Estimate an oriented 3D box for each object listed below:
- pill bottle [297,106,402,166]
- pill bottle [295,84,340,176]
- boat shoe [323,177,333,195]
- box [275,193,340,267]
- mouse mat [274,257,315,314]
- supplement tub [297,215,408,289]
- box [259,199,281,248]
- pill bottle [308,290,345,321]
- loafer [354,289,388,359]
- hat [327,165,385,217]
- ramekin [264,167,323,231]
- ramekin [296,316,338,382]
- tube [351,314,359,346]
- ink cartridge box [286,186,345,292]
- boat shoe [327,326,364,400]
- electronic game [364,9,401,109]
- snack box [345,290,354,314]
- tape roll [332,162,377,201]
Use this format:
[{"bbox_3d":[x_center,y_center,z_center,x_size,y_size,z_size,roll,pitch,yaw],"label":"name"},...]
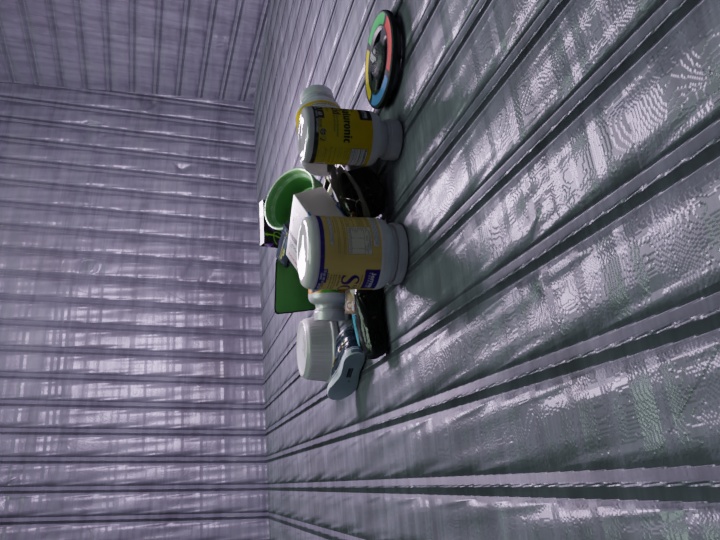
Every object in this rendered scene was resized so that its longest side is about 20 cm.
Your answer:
[{"bbox_3d":[-0.021,-0.268,1.284,0.111,0.198,0.112,180,90,-74],"label":"pill bottle"},{"bbox_3d":[-0.091,-0.325,1.462,0.112,0.111,0.201,115,151,-56],"label":"pill bottle"},{"bbox_3d":[-0.075,-0.253,1.736,0.071,0.062,0.201,-114,30,-60],"label":"boat shoe"},{"bbox_3d":[-0.126,-0.109,1.685,0.051,0.200,0.158,45,147,14],"label":"box"},{"bbox_3d":[-0.153,0.035,1.778,0.008,0.199,0.162,14,104,51],"label":"mouse mat"},{"bbox_3d":[-0.018,-0.034,1.267,0.145,0.198,0.147,-179,90,-75],"label":"supplement tub"},{"bbox_3d":[-0.219,-0.138,2.000,0.036,0.199,0.144,-27,62,53],"label":"box"},{"bbox_3d":[-0.081,0.030,1.657,0.111,0.110,0.202,157,113,-73],"label":"pill bottle"},{"bbox_3d":[0.014,0.093,1.388,0.070,0.068,0.202,-38,56,58],"label":"loafer"},{"bbox_3d":[0.005,-0.169,1.389,0.201,0.080,0.201,59,166,25],"label":"hat"},{"bbox_3d":[-0.182,-0.196,1.902,0.199,0.097,0.201,-17,60,33],"label":"ramekin"},{"bbox_3d":[-0.127,0.226,1.846,0.202,0.093,0.204,-179,90,-75],"label":"ramekin"},{"bbox_3d":[-0.003,0.073,1.500,0.077,0.050,0.202,137,128,-62],"label":"tube"},{"bbox_3d":[-0.101,-0.070,1.501,0.145,0.084,0.201,53,147,31],"label":"ink cartridge box"},{"bbox_3d":[-0.038,0.233,1.587,0.091,0.070,0.201,-104,28,-45],"label":"boat shoe"},{"bbox_3d":[0.043,-0.447,1.355,0.200,0.041,0.202,-179,90,-75],"label":"electronic game"},{"bbox_3d":[0.000,0.000,1.459,0.072,0.024,0.202,-1,86,44],"label":"snack box"},{"bbox_3d":[-0.018,-0.263,1.524,0.200,0.066,0.202,180,90,-75],"label":"tape roll"}]
